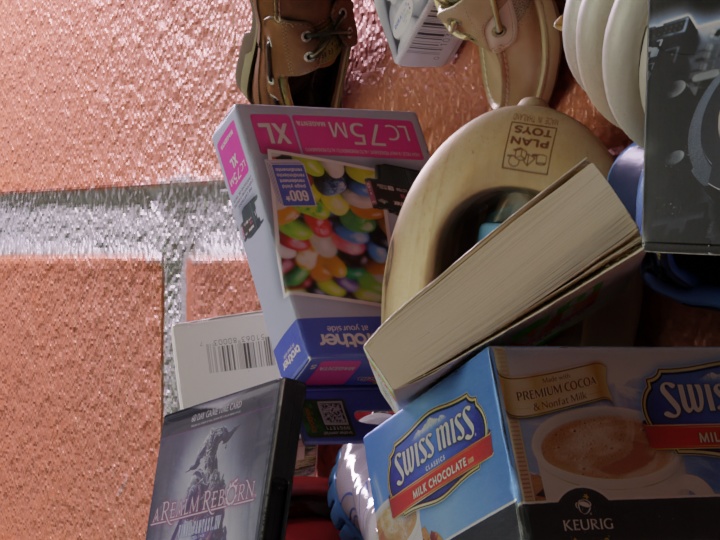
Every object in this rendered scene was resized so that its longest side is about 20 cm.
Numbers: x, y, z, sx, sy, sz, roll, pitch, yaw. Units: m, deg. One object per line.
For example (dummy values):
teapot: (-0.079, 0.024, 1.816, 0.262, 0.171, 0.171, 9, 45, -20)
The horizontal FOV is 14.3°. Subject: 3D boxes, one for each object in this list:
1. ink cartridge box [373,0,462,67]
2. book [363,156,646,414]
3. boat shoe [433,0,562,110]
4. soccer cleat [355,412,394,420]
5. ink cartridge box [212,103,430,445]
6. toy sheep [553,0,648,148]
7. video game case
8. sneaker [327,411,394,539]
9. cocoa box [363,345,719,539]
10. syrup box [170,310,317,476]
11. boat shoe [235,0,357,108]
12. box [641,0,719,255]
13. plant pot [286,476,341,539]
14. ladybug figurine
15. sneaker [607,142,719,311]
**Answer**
ink cartridge box: (0.044, -0.256, 1.642, 0.198, 0.043, 0.200, -60, 39, 46)
book: (0.065, 0.019, 1.352, 0.048, 0.133, 0.200, 56, 178, 8)
boat shoe: (0.065, -0.157, 1.518, 0.200, 0.065, 0.072, 84, 166, -48)
soccer cleat: (0.007, 0.003, 1.704, 0.076, 0.067, 0.201, -18, 66, 31)
ink cartridge box: (0.000, 0.000, 1.562, 0.042, 0.119, 0.200, -51, 46, 48)
toy sheep: (0.166, -0.111, 1.316, 0.200, 0.138, 0.138, 36, 121, 50)
video game case: (-0.082, 0.165, 1.518, 0.143, 0.019, 0.201, -20, 59, 58)
sneaker: (0.030, 0.134, 1.522, 0.200, 0.075, 0.087, -105, 18, -50)
cocoa box: (0.123, 0.114, 1.314, 0.133, 0.200, 0.132, -39, 56, 55)
syrup box: (-0.069, 0.085, 1.735, 0.200, 0.079, 0.082, 97, 165, -77)
boat shoe: (-0.030, -0.153, 1.738, 0.068, 0.072, 0.200, 53, 160, 26)
box: (0.204, -0.105, 1.220, 0.044, 0.160, 0.201, -6, -81, -75)
plant pot: (-0.029, 0.234, 1.622, 0.183, 0.200, 0.201, -113, 35, -52)
ladybug figurine: (0.082, 0.010, 1.496, 0.072, 0.135, 0.201, 25, -105, -78)
sneaker: (0.164, -0.025, 1.366, 0.200, 0.082, 0.074, -152, 63, -61)
